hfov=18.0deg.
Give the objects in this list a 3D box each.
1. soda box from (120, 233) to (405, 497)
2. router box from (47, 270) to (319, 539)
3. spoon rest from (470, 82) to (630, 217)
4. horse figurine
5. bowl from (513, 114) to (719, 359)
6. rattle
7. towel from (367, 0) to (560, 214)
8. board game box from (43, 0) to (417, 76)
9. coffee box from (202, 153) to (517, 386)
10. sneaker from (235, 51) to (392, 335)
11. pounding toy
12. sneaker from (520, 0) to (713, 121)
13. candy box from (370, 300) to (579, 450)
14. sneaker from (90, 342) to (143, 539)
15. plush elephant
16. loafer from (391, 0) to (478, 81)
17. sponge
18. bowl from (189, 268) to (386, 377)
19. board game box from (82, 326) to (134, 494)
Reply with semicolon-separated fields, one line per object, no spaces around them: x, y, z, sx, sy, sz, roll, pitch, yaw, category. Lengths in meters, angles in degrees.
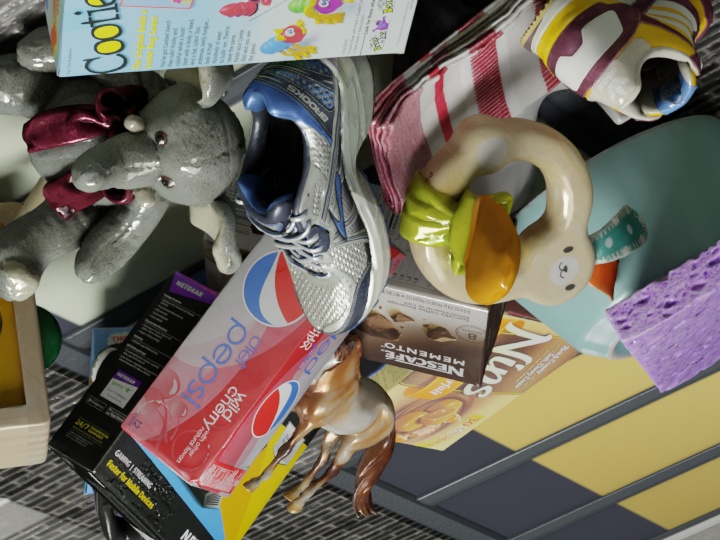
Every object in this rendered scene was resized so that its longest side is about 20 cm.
-0.062;0.044;1.458;0.200;0.070;0.063;-54;159;1;soda box
-0.117;0.113;1.580;0.149;0.051;0.200;-55;147;-14;router box
0.110;-0.080;1.561;0.200;0.061;0.099;-40;174;41;spoon rest
-0.023;0.110;1.599;0.133;0.050;0.200;-46;147;3;horse figurine
0.198;-0.010;1.610;0.201;0.105;0.201;-27;161;-10;bowl
0.133;-0.009;1.421;0.200;0.130;0.143;34;171;-34;rattle
0.088;-0.124;1.418;0.200;0.023;0.144;-39;159;-8;towel
-0.074;-0.185;1.264;0.200;0.103;0.105;-5;146;-15;board game box
0.000;0.000;1.558;0.200;0.080;0.113;14;150;7;coffee box
-0.039;-0.042;1.347;0.077;0.085;0.200;15;127;33;sneaker
-0.272;0.029;1.499;0.200;0.184;0.142;-6;162;-11;pounding toy
0.179;-0.132;1.412;0.200;0.090;0.075;-15;147;-54;sneaker
0.081;0.069;1.809;0.115;0.055;0.200;13;140;-38;candy box
-0.157;0.128;1.637;0.076;0.088;0.200;-1;146;-10;sneaker
-0.138;-0.072;1.367;0.200;0.165;0.155;-17;-166;-26;plush elephant
0.049;-0.119;1.489;0.072;0.063;0.200;-38;162;-21;loafer
0.235;0.029;1.556;0.112;0.030;0.200;-33;162;6;sponge
-0.059;0.047;1.733;0.201;0.039;0.201;-10;150;-6;bowl
-0.132;0.107;1.726;0.151;0.037;0.200;-2;148;-11;board game box
